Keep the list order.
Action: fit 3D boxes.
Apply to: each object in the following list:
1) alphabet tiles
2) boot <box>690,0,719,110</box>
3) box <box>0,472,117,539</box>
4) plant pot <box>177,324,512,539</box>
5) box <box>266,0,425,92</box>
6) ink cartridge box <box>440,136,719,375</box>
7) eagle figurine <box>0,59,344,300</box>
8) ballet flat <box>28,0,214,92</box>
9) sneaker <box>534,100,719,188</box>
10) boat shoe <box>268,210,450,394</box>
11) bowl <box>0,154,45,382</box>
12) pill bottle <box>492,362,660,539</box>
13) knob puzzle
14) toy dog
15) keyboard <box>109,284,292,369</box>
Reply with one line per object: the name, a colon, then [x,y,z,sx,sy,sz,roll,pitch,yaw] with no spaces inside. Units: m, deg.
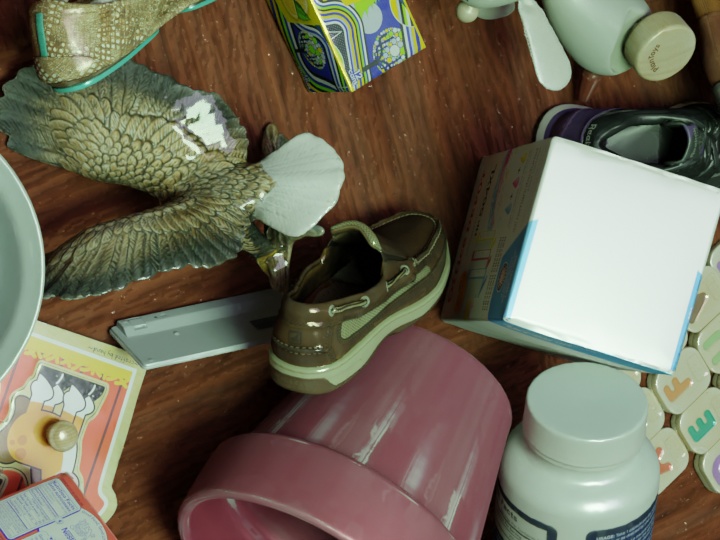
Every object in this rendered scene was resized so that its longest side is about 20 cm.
alphabet tiles: [0.260,0.068,1.620,0.196,0.015,0.200,-40,111,-21]
boot: [0.288,-0.201,1.588,0.188,0.068,0.200,-7,74,-49]
box: [-0.170,0.229,1.263,0.103,0.200,0.095,-23,137,-25]
plant pot: [0.006,0.140,1.394,0.200,0.200,0.179,46,56,-24]
box: [-0.035,-0.221,1.408,0.070,0.064,0.200,-33,107,-24]
ink cartridge box: [0.143,-0.007,1.457,0.125,0.200,0.129,17,85,-11]
eagle figurine: [-0.124,-0.044,1.337,0.200,0.152,0.151,14,107,-34]
ballet flat: [-0.136,-0.179,1.319,0.200,0.070,0.065,-46,126,-49]
sneaker: [0.232,-0.086,1.552,0.200,0.088,0.076,-4,95,-30]
boat shoe: [0.006,0.001,1.378,0.202,0.075,0.075,-51,145,-53]
bowl: [-0.293,-0.001,1.252,0.201,0.090,0.202,0,90,-18]
pill bottle: [0.148,0.165,1.465,0.111,0.111,0.200,-21,132,-27]
knob puzzle: [-0.239,0.125,1.335,0.219,0.030,0.220,-2,95,-29]
toy dog: [0.134,-0.170,1.490,0.200,0.132,0.096,20,115,-21]
keyboard: [-0.065,0.033,1.413,0.200,0.056,0.011,-12,127,-28]
